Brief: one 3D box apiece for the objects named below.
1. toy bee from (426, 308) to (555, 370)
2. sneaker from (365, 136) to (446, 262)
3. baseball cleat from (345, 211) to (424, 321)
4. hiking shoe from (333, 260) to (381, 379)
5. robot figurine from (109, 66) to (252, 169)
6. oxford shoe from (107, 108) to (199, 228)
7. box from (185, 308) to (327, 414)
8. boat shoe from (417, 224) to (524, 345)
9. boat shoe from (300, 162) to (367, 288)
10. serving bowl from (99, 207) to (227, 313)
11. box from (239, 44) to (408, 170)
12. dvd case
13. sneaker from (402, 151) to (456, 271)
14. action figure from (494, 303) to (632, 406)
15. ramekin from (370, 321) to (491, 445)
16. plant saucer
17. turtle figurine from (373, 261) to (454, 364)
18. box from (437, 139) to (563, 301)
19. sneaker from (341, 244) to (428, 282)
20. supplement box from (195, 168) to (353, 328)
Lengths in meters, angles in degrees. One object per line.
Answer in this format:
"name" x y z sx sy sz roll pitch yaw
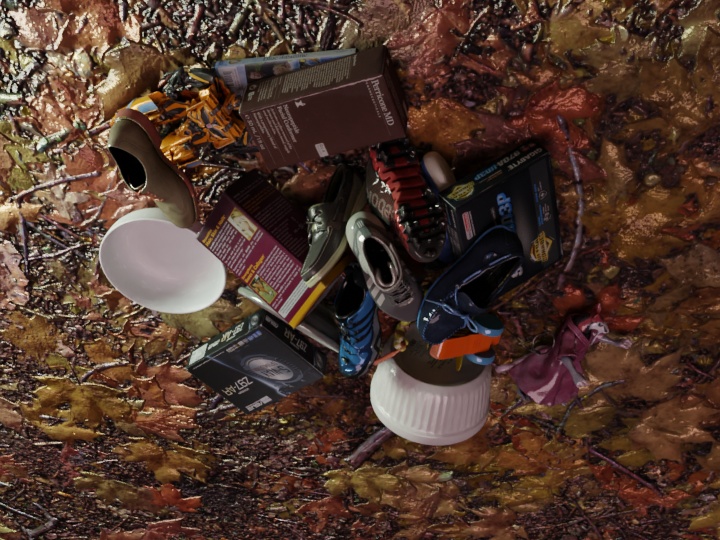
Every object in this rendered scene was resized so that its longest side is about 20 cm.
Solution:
"toy bee" 0.176 0.094 1.406 0.198 0.109 0.132 22 108 -33
"sneaker" 0.057 -0.087 1.251 0.070 0.202 0.098 -8 150 -23
"baseball cleat" 0.037 0.016 1.240 0.069 0.107 0.201 -31 125 6
"hiking shoe" -0.013 0.069 1.352 0.074 0.086 0.203 29 117 38
"robot figurine" -0.237 -0.196 1.253 0.198 0.059 0.145 -12 133 33
"oxford shoe" -0.286 -0.119 1.257 0.070 0.075 0.201 -4 137 27
"box" -0.182 0.162 1.621 0.199 0.044 0.160 -29 124 31
"boat shoe" 0.143 0.029 1.246 0.083 0.069 0.201 15 122 -30
"boat shoe" -0.045 -0.066 1.275 0.066 0.202 0.072 38 143 -16
"serving bowl" -0.299 -0.025 1.438 0.197 0.066 0.202 4 135 4
"box" -0.045 -0.207 1.196 0.197 0.076 0.101 -13 131 16
"dvd case" -0.089 -0.225 1.246 0.197 0.018 0.144 -3 134 10
"sneaker" 0.098 -0.074 1.325 0.110 0.077 0.201 -20 136 13
"action figure" 0.335 0.125 1.498 0.149 0.133 0.202 41 127 27
"ramekin" 0.117 0.171 1.484 0.197 0.201 0.106 7 127 1
"plant saucer" -0.098 0.063 1.460 0.198 0.051 0.200 30 174 3
"turtle figurine" 0.098 0.057 1.405 0.160 0.064 0.201 0 129 -58
"box" 0.199 -0.061 1.291 0.158 0.046 0.202 -29 133 -12
"sneaker" 0.000 0.000 1.416 0.197 0.072 0.080 18 130 -12
"supplement box" -0.125 -0.032 1.342 0.200 0.086 0.111 42 131 3
